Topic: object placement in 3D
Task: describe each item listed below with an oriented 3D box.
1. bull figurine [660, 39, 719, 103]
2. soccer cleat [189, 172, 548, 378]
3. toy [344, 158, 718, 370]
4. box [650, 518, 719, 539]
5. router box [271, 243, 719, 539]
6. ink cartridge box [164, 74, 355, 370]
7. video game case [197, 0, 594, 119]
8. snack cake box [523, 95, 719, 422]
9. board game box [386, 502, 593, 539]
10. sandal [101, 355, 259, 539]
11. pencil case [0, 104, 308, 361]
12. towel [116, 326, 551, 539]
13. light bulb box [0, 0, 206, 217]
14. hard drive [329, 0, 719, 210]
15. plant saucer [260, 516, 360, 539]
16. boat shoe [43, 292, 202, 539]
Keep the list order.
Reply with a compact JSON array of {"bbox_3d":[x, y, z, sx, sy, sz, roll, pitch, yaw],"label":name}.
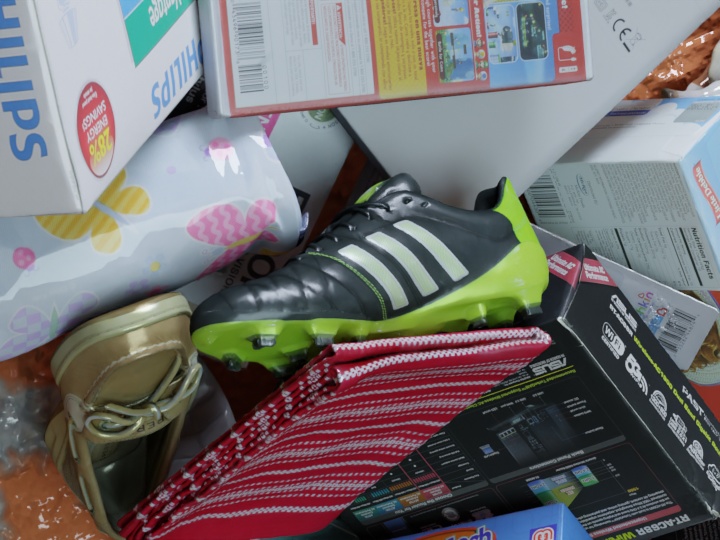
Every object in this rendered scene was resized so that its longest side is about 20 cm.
[{"bbox_3d":[0.223,-0.087,1.637,0.121,0.065,0.201,-26,112,-11],"label":"bull figurine"},{"bbox_3d":[0.000,0.000,1.417,0.199,0.067,0.081,-9,75,-34],"label":"soccer cleat"},{"bbox_3d":[0.077,0.018,1.585,0.199,0.047,0.115,27,117,0],"label":"toy"},{"bbox_3d":[0.296,0.182,1.686,0.200,0.104,0.182,33,120,-28],"label":"box"},{"bbox_3d":[0.073,0.085,1.555,0.200,0.062,0.150,-21,120,33],"label":"router box"},{"bbox_3d":[-0.093,-0.073,1.496,0.164,0.075,0.201,23,95,-26],"label":"ink cartridge box"},{"bbox_3d":[0.016,-0.152,1.419,0.199,0.017,0.144,-7,95,-24],"label":"video game case"},{"bbox_3d":[0.175,0.008,1.606,0.067,0.115,0.200,-45,122,-39],"label":"snack cake box"},{"bbox_3d":[0.081,0.206,1.597,0.152,0.045,0.200,-14,138,24],"label":"board game box"},{"bbox_3d":[-0.090,0.129,1.572,0.082,0.050,0.203,-18,97,4],"label":"sandal"},{"bbox_3d":[-0.128,-0.015,1.412,0.199,0.091,0.083,-21,73,-17],"label":"pencil case"},{"bbox_3d":[-0.014,0.085,1.465,0.144,0.200,0.023,-5,64,-42],"label":"towel"},{"bbox_3d":[-0.195,-0.109,1.330,0.199,0.198,0.125,-4,112,16],"label":"light bulb box"},{"bbox_3d":[0.081,-0.119,1.501,0.200,0.026,0.132,-43,124,-6],"label":"hard drive"},{"bbox_3d":[0.000,0.174,1.643,0.200,0.019,0.070,29,93,-29],"label":"plant saucer"},{"bbox_3d":[-0.111,0.071,1.445,0.073,0.201,0.063,-18,71,-22],"label":"boat shoe"}]
